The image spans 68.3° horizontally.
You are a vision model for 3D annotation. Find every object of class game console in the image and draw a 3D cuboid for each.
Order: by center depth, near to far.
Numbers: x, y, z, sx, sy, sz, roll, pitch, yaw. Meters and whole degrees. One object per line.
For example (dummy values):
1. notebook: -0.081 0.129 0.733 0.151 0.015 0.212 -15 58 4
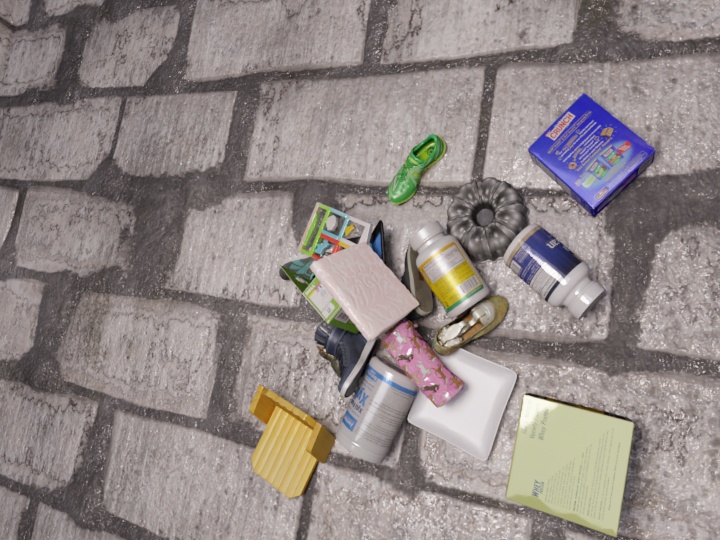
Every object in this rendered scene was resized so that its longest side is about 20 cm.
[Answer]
1. game console: 0.000 0.000 1.302 0.172 0.116 0.206 -8 75 22

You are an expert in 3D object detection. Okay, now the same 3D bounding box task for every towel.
1. towel: 0.011 0.038 1.133 0.201 0.189 0.032 49 129 14

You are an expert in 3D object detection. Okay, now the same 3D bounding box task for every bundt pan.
1. bundt pan: 0.285 -0.123 1.223 0.197 0.075 0.208 -5 78 24

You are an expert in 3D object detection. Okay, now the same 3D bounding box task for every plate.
1. plate: 0.226 0.284 1.186 0.196 0.032 0.204 20 88 27

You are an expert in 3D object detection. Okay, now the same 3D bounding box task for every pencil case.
1. pencil case: 0.135 0.201 1.156 0.086 0.083 0.201 -41 82 8

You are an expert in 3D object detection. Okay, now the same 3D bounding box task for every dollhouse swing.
1. dollhouse swing: -0.194 0.420 1.280 0.197 0.183 0.178 25 69 26

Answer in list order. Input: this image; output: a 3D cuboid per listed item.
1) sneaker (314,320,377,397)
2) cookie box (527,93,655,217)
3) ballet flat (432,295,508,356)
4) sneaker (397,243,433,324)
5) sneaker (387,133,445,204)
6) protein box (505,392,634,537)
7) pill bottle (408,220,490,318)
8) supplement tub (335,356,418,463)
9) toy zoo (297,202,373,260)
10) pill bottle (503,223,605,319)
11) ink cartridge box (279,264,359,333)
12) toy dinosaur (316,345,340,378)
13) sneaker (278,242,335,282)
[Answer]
1. sneaker: -0.053 0.194 1.215 0.143 0.203 0.078 24 120 6
2. cookie box: 0.496 -0.251 1.153 0.171 0.075 0.201 -43 66 10
3. ballet flat: 0.243 0.117 1.176 0.198 0.071 0.071 -35 67 2
4. sneaker: 0.114 0.027 1.271 0.106 0.073 0.204 -37 41 47
5. sneaker: 0.129 -0.258 1.317 0.074 0.083 0.201 41 97 25
6. protein box: 0.404 0.363 1.031 0.195 0.134 0.204 10 83 25
7. pill bottle: 0.194 -0.005 1.196 0.112 0.113 0.202 -34 81 13
8. supplement tub: 0.041 0.313 1.209 0.130 0.132 0.204 26 89 26
9. toy zoo: -0.052 -0.072 1.288 0.197 0.020 0.134 25 92 28
10. pill bottle: 0.408 0.004 1.119 0.111 0.111 0.200 -48 65 8
11. ink cartridge box: -0.077 0.042 1.224 0.076 0.147 0.200 -48 61 6
12. toy dinosaur: -0.027 0.243 1.304 0.088 0.047 0.201 -46 66 20
13. sneaker: -0.137 0.000 1.370 0.197 0.077 0.094 -23 67 36
